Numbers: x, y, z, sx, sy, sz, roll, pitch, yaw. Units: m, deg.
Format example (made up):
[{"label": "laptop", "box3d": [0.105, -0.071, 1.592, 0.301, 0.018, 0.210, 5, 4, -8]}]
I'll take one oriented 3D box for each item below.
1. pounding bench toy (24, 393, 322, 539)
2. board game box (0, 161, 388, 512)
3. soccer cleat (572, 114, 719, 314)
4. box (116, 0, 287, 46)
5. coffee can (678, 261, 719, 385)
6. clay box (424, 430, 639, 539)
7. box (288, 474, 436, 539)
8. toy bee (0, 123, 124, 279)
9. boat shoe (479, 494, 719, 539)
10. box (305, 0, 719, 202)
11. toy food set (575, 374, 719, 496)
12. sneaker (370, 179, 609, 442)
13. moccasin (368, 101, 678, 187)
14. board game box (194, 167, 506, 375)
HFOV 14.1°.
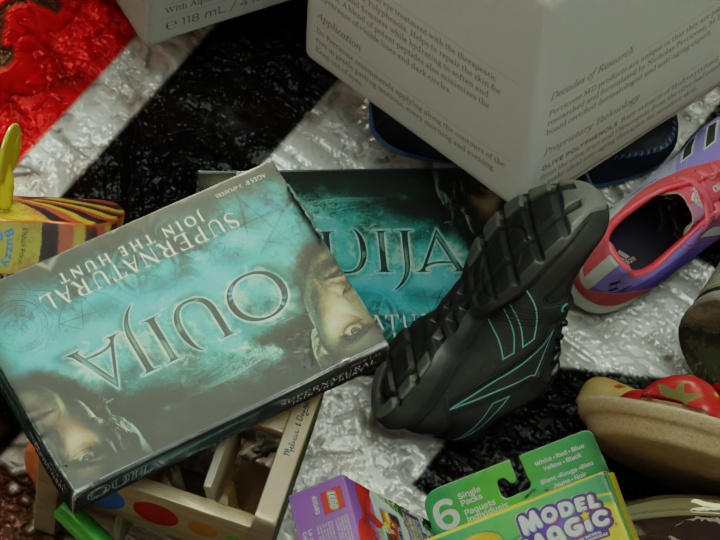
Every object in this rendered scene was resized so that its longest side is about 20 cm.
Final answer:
[{"label": "pounding bench toy", "box3d": [-0.121, 0.124, 1.664, 0.156, 0.124, 0.200, 18, 62, 1]}, {"label": "board game box", "box3d": [-0.103, 0.034, 1.617, 0.200, 0.028, 0.135, -25, 68, -20]}, {"label": "soccer cleat", "box3d": [0.212, -0.045, 1.826, 0.200, 0.073, 0.068, -37, 88, -23]}, {"label": "box", "box3d": [-0.087, -0.274, 1.848, 0.199, 0.131, 0.200, -19, 51, -17]}, {"label": "coffee can", "box3d": [0.305, -0.006, 1.785, 0.146, 0.146, 0.200, 32, 63, 8]}, {"label": "clay box", "box3d": [0.115, 0.202, 1.654, 0.115, 0.048, 0.200, -23, 82, 10]}, {"label": "box", "box3d": [0.027, 0.225, 1.631, 0.039, 0.137, 0.200, -24, 63, 18]}, {"label": "toy bee", "box3d": [-0.236, -0.013, 1.728, 0.200, 0.109, 0.131, -15, 110, -7]}, {"label": "boat shoe", "box3d": [0.161, 0.173, 1.706, 0.200, 0.072, 0.072, -2, 74, 5]}, {"label": "box", "box3d": [0.102, -0.186, 1.759, 0.200, 0.171, 0.199, -33, 55, -30]}, {"label": "toy food set", "box3d": [0.222, 0.104, 1.690, 0.198, 0.200, 0.049, 20, 79, 2]}, {"label": "sneaker", "box3d": [0.090, 0.027, 1.722, 0.079, 0.200, 0.075, 27, 32, -24]}, {"label": "moccasin", "box3d": [0.107, -0.095, 1.845, 0.200, 0.068, 0.081, 0, 63, -9]}, {"label": "board game box", "box3d": [0.000, 0.000, 1.802, 0.200, 0.028, 0.135, -1, 64, -9]}]
